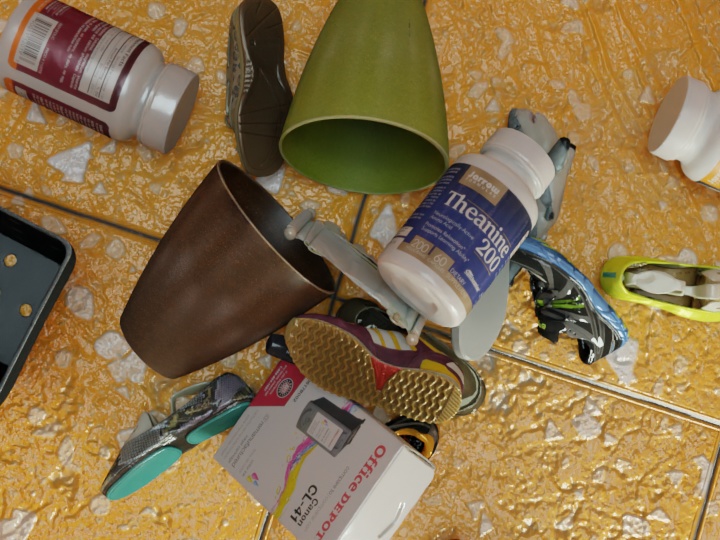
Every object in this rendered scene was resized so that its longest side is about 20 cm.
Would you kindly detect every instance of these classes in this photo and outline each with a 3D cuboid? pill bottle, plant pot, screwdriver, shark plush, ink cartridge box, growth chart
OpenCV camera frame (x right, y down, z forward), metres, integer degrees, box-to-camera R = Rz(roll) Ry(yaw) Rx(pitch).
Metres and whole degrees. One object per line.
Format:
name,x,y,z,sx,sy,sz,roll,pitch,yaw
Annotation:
pill bottle,-0.287,-0.214,1.077,0.198,0.114,0.116,25,86,-3
plant pot,-0.415,0.024,1.027,0.197,0.177,0.202,27,85,-2
screwdriver,-0.011,0.111,1.058,0.198,0.028,0.029,24,67,-15
shark plush,0.196,-0.084,1.146,0.082,0.091,0.203,14,108,16
plant pot,-0.159,0.018,1.058,0.200,0.187,0.187,-42,90,10
ink cartridge box,-0.041,0.204,1.037,0.199,0.086,0.148,31,83,41
pill bottle,0.442,-0.141,1.118,0.198,0.116,0.118,22,86,-2
pill bottle,0.117,-0.050,1.022,0.111,0.111,0.201,39,75,-1
plant pot,0.016,-0.215,1.077,0.184,0.187,0.203,9,71,-3
growth chart,0.000,0.000,1.069,0.199,0.145,0.018,40,105,6

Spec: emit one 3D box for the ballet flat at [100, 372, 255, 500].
ballet flat,-0.211,0.179,1.096,0.199,0.072,0.073,-32,90,-5

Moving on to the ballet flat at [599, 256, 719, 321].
ballet flat,0.378,0.021,1.132,0.197,0.067,0.068,8,86,-3

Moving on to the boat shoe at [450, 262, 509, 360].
boat shoe,0.130,0.002,1.121,0.070,0.063,0.203,18,80,-38

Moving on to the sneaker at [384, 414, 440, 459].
sneaker,0.003,0.224,1.095,0.199,0.077,0.079,-35,92,-3

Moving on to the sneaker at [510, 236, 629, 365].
sneaker,0.225,0.035,1.105,0.083,0.071,0.200,-43,111,7

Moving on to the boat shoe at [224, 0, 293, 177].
boat shoe,-0.120,-0.208,1.120,0.072,0.062,0.204,1,90,-30

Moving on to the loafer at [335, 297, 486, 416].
loafer,0.057,0.102,1.107,0.198,0.067,0.077,30,86,-2

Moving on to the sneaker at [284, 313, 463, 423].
sneaker,0.015,0.094,1.031,0.198,0.090,0.076,25,110,-2
